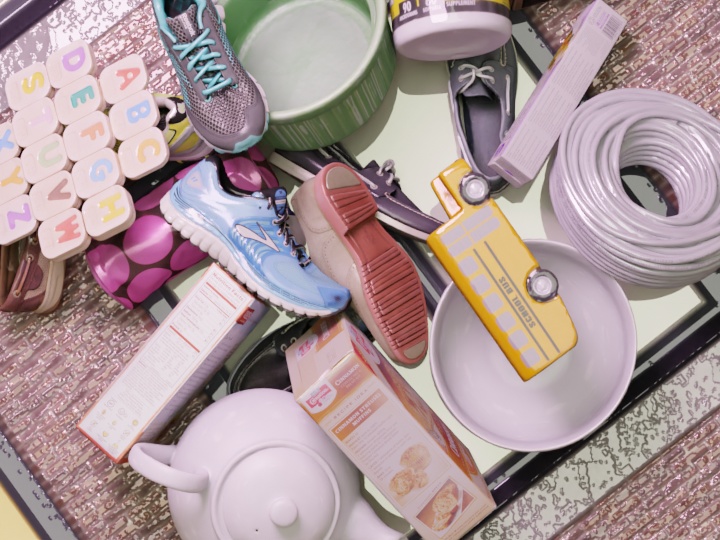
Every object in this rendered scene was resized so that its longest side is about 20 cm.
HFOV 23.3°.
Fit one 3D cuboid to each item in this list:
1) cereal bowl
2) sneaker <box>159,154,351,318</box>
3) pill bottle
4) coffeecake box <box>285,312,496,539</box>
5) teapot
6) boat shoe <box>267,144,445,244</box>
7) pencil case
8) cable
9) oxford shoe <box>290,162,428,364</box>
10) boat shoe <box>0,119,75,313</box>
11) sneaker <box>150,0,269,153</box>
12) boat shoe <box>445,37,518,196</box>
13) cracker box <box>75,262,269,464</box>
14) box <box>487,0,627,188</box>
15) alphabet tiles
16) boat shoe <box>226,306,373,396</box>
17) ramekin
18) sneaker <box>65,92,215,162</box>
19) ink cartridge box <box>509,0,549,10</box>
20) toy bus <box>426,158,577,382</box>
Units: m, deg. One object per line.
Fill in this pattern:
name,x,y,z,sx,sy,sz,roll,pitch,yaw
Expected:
cereal bowl,0.163,0.073,1.671,0.197,0.083,0.203,0,85,2
sneaker,-0.086,-0.031,1.603,0.199,0.078,0.090,37,97,1
pill bottle,0.078,-0.309,1.645,0.113,0.114,0.203,-6,81,2
coffeecake box,0.024,0.144,1.606,0.073,0.154,0.200,-41,105,5
teapot,-0.088,0.207,1.619,0.198,0.146,0.199,-26,100,-7
boat shoe,0.008,-0.086,1.697,0.199,0.073,0.063,28,88,10
pencil case,-0.167,-0.042,1.694,0.199,0.094,0.091,-31,60,2
cable,0.276,-0.080,1.653,0.199,0.069,0.200,-35,74,-27
oxford shoe,0.000,0.000,1.649,0.074,0.070,0.202,-27,86,45
boat shoe,-0.325,-0.057,1.686,0.072,0.072,0.203,15,103,44
sneaker,-0.147,-0.195,1.580,0.077,0.091,0.201,-30,63,4
boat shoe,0.121,-0.175,1.703,0.072,0.062,0.203,-3,86,2
cracker box,-0.175,0.089,1.659,0.058,0.134,0.200,41,88,6
box,0.191,-0.172,1.681,0.041,0.039,0.201,35,71,-9
alphabet tiles,-0.275,-0.114,1.637,0.194,0.015,0.202,-24,67,15
boat shoe,-0.048,0.071,1.693,0.199,0.057,0.069,-35,85,-1
ramekin,-0.060,-0.213,1.668,0.198,0.098,0.202,-6,67,14
sneaker,-0.229,-0.138,1.682,0.198,0.076,0.076,-11,68,26
ink cartridge box,0.200,-0.377,1.710,0.163,0.075,0.202,-16,86,0
toy bus,0.125,-0.002,1.607,0.078,0.065,0.201,-35,85,1
